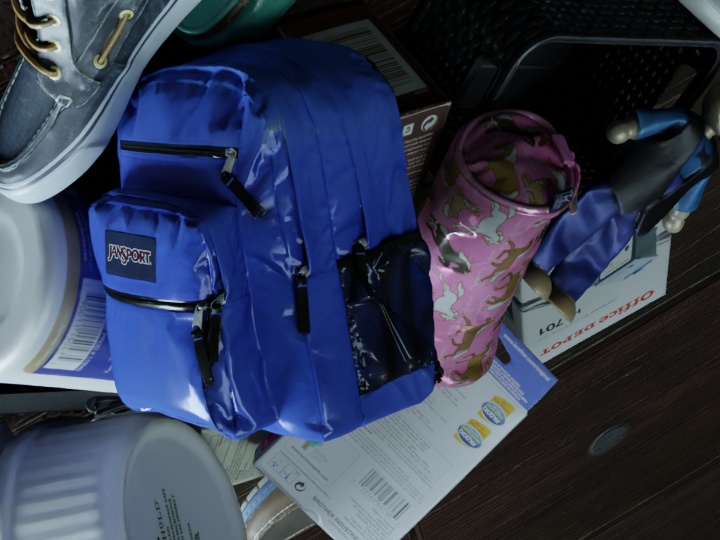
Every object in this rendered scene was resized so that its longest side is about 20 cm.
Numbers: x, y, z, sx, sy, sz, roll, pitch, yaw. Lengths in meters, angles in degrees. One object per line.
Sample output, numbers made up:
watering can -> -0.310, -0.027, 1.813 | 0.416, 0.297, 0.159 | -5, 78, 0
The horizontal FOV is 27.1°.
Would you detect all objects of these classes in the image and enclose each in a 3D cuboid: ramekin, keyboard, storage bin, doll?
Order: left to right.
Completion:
ramekin -> -0.153, 0.186, 1.005 | 0.093, 0.204, 0.202 | -18, 155, 21
keyboard -> -0.143, 0.084, 0.992 | 0.198, 0.021, 0.127 | -2, -177, -17
storage bin -> 0.128, -0.131, 0.999 | 0.199, 0.094, 0.136 | -5, 139, -38
doll -> 0.194, -0.055, 1.029 | 0.200, 0.049, 0.136 | -45, 139, 7

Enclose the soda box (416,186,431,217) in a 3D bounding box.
soda box -> 0.000, 0.000, 1.088 | 0.198, 0.064, 0.068 | -18, 147, -25

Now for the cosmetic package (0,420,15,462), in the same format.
cosmetic package -> -0.243, 0.218, 1.006 | 0.084, 0.108, 0.201 | -17, 112, 23

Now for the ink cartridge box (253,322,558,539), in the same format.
ink cartridge box -> 0.033, 0.106, 1.083 | 0.200, 0.119, 0.042 | -45, -170, 8

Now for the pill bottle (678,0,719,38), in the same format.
pill bottle -> 0.273, -0.250, 0.948 | 0.200, 0.113, 0.112 | -47, 147, 19

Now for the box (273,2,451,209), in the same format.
box -> -0.019, -0.057, 0.952 | 0.074, 0.100, 0.201 | -20, 146, -28

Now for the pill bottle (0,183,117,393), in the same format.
pill bottle -> -0.150, 0.014, 0.911 | 0.120, 0.120, 0.199 | -48, 147, 22

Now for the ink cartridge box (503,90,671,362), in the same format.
ink cartridge box -> 0.168, -0.028, 1.189 | 0.146, 0.086, 0.201 | -28, 147, -9

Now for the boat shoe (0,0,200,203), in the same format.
boat shoe -> -0.154, -0.127, 0.767 | 0.201, 0.071, 0.091 | -51, 145, 15

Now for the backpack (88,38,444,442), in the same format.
backpack -> -0.054, -0.019, 0.803 | 0.167, 0.161, 0.202 | -18, 109, -47

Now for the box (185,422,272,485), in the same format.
box -> -0.061, 0.098, 1.153 | 0.198, 0.078, 0.095 | -12, 144, -33

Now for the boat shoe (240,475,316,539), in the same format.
boat shoe -> -0.007, 0.164, 1.147 | 0.199, 0.073, 0.072 | -37, 151, 9

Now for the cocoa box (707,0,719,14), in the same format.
cocoa box -> 0.215, -0.232, 0.833 | 0.134, 0.201, 0.131 | -48, 147, 22

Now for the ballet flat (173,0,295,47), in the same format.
ballet flat -> -0.026, -0.197, 0.802 | 0.200, 0.067, 0.070 | -43, 171, 15

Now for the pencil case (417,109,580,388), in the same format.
pencil case -> 0.073, -0.008, 0.952 | 0.083, 0.086, 0.201 | -58, 173, -41
